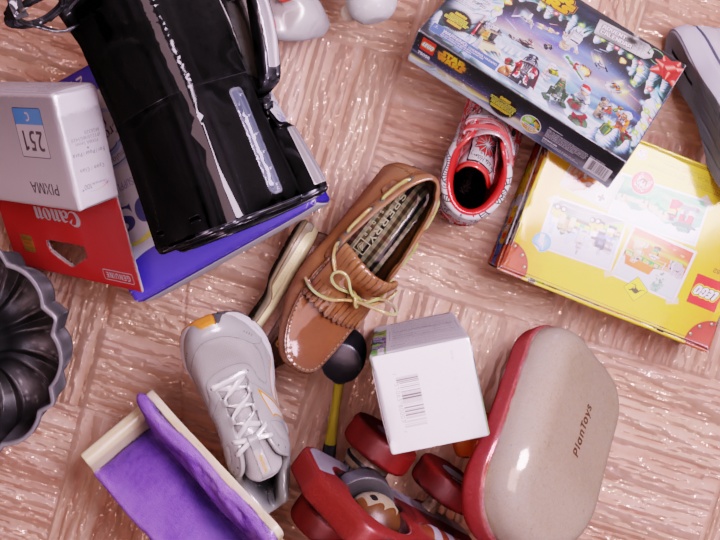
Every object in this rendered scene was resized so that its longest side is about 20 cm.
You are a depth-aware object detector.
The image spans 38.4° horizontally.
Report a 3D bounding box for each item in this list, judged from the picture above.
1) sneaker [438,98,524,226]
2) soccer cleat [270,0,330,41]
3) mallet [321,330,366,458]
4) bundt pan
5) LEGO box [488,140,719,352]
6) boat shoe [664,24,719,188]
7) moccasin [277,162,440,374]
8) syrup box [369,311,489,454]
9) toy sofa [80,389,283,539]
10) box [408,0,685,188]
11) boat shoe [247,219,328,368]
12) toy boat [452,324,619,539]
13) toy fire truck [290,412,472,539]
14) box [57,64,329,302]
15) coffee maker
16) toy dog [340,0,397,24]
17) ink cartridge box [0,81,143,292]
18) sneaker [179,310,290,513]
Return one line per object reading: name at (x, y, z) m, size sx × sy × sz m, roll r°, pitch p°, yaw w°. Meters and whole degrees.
sneaker at (0.121, -0.134, 0.900) m, size 0.067 × 0.108 × 0.202 m, roll 21°, pitch 94°, yaw 0°
soccer cleat at (-0.110, -0.268, 0.924) m, size 0.200 × 0.077 × 0.069 m, roll 44°, pitch 109°, yaw 18°
mallet at (-0.026, 0.149, 0.964) m, size 0.041 × 0.066 × 0.201 m, roll 9°, pitch 109°, yaw 2°
bundt pan at (-0.350, 0.064, 0.938) m, size 0.201 × 0.076 × 0.203 m, roll 1°, pitch 99°, yaw 8°
LEGO box at (0.235, -0.036, 0.918) m, size 0.199 × 0.077 × 0.150 m, roll 22°, pitch 94°, yaw 0°
boat shoe at (0.318, -0.142, 0.868) m, size 0.066 × 0.074 × 0.201 m, roll -9°, pitch 55°, yaw 0°
moccasin at (0.001, 0.001, 0.877) m, size 0.074 × 0.078 × 0.202 m, roll 42°, pitch 85°, yaw -23°
syrup box at (0.055, 0.088, 0.870) m, size 0.081 × 0.200 × 0.079 m, roll -12°, pitch 93°, yaw 1°
toy sofa at (-0.150, 0.204, 0.892) m, size 0.083 × 0.098 × 0.200 m, roll -40°, pitch 65°, yaw -19°
box at (0.159, -0.175, 0.871) m, size 0.200 × 0.040 × 0.137 m, roll 34°, pitch 57°, yaw 6°
boat shoe at (-0.071, 0.055, 0.937) m, size 0.067 × 0.072 × 0.201 m, roll 27°, pitch 98°, yaw -7°
toy boat at (0.137, 0.150, 0.909) m, size 0.131 × 0.130 × 0.200 m, roll 48°, pitch 51°, yaw -29°
toy fire truck at (0.038, 0.223, 0.882) m, size 0.200 × 0.168 × 0.112 m, roll 34°, pitch 94°, yaw -25°
box at (-0.155, -0.103, 0.913) m, size 0.183 × 0.105 × 0.201 m, roll -29°, pitch 93°, yaw 4°
coffee maker at (-0.140, -0.117, 0.778) m, size 0.191 × 0.135 × 0.201 m, roll -21°, pitch 93°, yaw -19°
toy dog at (-0.037, -0.300, 0.898) m, size 0.132 × 0.096 × 0.201 m, roll 17°, pitch 60°, yaw -36°
ink cartridge box at (-0.276, -0.068, 0.869) m, size 0.199 × 0.045 × 0.177 m, roll 9°, pitch 117°, yaw 41°
sneaker at (-0.093, 0.123, 0.872) m, size 0.075 × 0.092 × 0.201 m, roll -21°, pitch 129°, yaw -6°
